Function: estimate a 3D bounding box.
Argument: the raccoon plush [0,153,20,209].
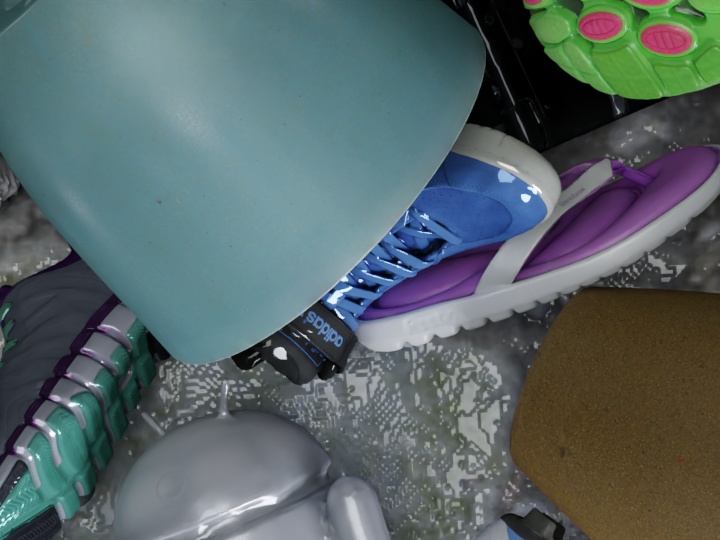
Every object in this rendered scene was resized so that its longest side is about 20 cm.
[{"bbox_3d":[-0.289,-0.080,0.936,0.134,0.097,0.200,-36,86,16],"label":"raccoon plush"}]

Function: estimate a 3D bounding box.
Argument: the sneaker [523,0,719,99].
[{"bbox_3d":[0.168,-0.128,0.816,0.199,0.084,0.077,-4,113,28],"label":"sneaker"}]

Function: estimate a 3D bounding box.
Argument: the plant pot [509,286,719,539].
[{"bbox_3d":[0.178,0.085,0.834,0.199,0.186,0.187,24,95,22],"label":"plant pot"}]

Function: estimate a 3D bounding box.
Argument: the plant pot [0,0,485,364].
[{"bbox_3d":[-0.072,-0.088,0.792,0.201,0.201,0.161,-44,111,7],"label":"plant pot"}]

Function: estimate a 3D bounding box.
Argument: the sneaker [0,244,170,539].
[{"bbox_3d":[-0.158,0.055,0.896,0.087,0.075,0.200,20,52,19],"label":"sneaker"}]

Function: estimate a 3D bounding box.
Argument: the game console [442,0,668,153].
[{"bbox_3d":[0.047,-0.146,0.916,0.175,0.116,0.201,-24,88,-22],"label":"game console"}]

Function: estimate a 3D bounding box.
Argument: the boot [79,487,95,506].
[{"bbox_3d":[-0.218,0.169,0.947,0.199,0.070,0.132,-13,99,9],"label":"boot"}]

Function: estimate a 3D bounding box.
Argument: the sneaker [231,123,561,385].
[{"bbox_3d":[0.001,0.001,0.840,0.199,0.077,0.112,-5,53,44],"label":"sneaker"}]

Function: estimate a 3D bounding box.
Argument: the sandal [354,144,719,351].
[{"bbox_3d":[0.081,-0.019,0.877,0.202,0.083,0.050,-26,112,10],"label":"sandal"}]

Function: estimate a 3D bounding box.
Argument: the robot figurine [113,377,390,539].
[{"bbox_3d":[-0.051,0.154,0.888,0.169,0.113,0.201,-23,88,32],"label":"robot figurine"}]

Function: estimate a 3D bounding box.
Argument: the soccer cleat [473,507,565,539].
[{"bbox_3d":[0.125,0.197,0.853,0.200,0.070,0.086,36,90,22],"label":"soccer cleat"}]
